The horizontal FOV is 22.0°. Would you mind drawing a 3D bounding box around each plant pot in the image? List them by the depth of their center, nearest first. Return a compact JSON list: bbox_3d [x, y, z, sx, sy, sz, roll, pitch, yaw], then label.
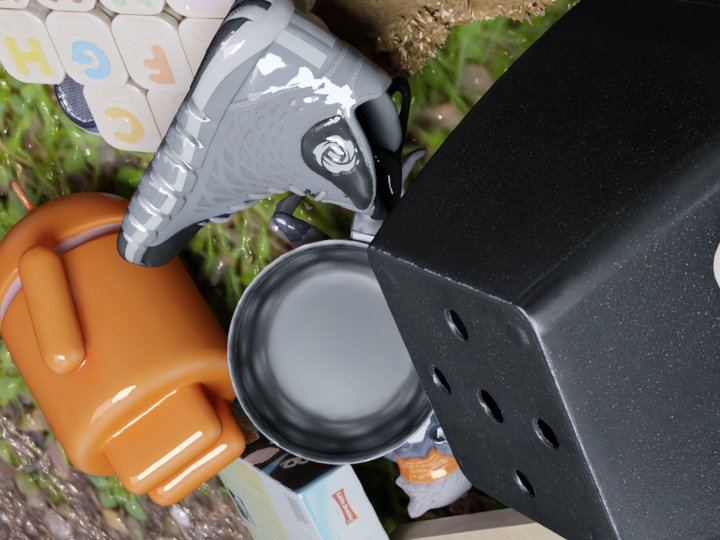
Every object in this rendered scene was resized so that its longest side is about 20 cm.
[{"bbox_3d":[0.123,0.012,0.813,0.199,0.177,0.201,23,141,58],"label":"plant pot"}]

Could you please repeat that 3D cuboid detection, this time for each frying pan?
[{"bbox_3d":[-0.017,0.004,0.948,0.114,0.031,0.191,-9,93,3],"label":"frying pan"}]

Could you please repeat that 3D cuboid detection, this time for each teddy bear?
[{"bbox_3d":[-0.003,-0.147,0.911,0.200,0.067,0.145,-27,122,37],"label":"teddy bear"}]

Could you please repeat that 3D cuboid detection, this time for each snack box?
[{"bbox_3d":[-0.032,0.148,1.084,0.117,0.037,0.200,64,163,-16],"label":"snack box"}]

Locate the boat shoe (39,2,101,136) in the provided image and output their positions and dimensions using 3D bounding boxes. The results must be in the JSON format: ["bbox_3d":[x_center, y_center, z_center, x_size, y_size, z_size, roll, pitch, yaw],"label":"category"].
[{"bbox_3d":[-0.159,-0.147,1.002,0.074,0.093,0.201,21,128,19],"label":"boat shoe"}]

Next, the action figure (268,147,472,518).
[{"bbox_3d":[0.004,0.047,1.024,0.199,0.105,0.194,-19,98,35],"label":"action figure"}]

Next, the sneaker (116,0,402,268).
[{"bbox_3d":[-0.043,-0.042,0.904,0.115,0.075,0.200,29,141,-5],"label":"sneaker"}]

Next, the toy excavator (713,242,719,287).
[{"bbox_3d":[0.245,-0.045,0.662,0.200,0.193,0.100,108,150,-46],"label":"toy excavator"}]

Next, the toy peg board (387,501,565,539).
[{"bbox_3d":[0.143,0.187,0.997,0.200,0.098,0.199,53,151,-8],"label":"toy peg board"}]

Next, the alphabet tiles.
[{"bbox_3d":[-0.109,-0.129,0.916,0.199,0.015,0.196,7,137,25],"label":"alphabet tiles"}]

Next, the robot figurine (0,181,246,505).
[{"bbox_3d":[-0.145,0.037,1.076,0.200,0.143,0.117,56,133,24],"label":"robot figurine"}]
